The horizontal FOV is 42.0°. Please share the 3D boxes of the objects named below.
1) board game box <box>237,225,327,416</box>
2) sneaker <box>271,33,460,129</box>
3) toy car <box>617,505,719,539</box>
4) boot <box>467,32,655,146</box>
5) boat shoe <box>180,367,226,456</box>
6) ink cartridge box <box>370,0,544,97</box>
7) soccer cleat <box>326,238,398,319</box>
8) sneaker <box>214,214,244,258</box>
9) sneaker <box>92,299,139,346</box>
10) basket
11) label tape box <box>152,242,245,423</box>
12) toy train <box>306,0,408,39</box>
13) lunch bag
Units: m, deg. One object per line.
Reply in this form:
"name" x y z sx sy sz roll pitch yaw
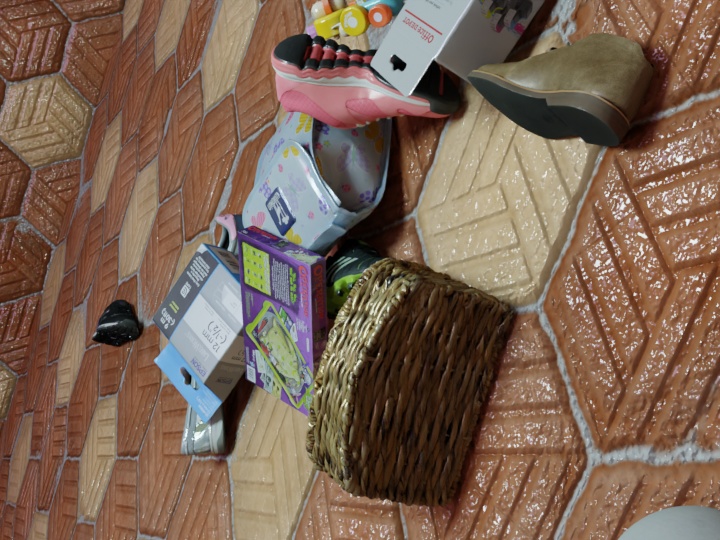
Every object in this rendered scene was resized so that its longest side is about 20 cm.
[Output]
"board game box" -0.087 0.059 1.058 0.120 0.032 0.201 28 128 40
"sneaker" 0.005 -0.186 0.983 0.087 0.199 0.074 99 -175 -48
"toy car" 0.189 0.168 0.432 0.177 0.200 0.185 29 104 62
"boot" 0.166 -0.157 0.786 0.076 0.074 0.200 -56 32 -3
"boat shoe" -0.233 0.172 1.351 0.075 0.065 0.202 96 165 -54
"ink cartridge box" 0.103 -0.251 0.890 0.200 0.068 0.115 -56 32 15
"soccer cleat" 0.000 0.000 1.017 0.200 0.067 0.081 -17 51 60
"sneaker" -0.199 0.014 1.360 0.070 0.082 0.201 20 96 63
"sneaker" -0.492 0.094 1.892 0.200 0.076 0.088 -19 55 59
"basket" 0.019 0.091 0.848 0.149 0.142 0.201 29 103 61
"label tape box" -0.212 0.086 1.277 0.143 0.066 0.200 43 102 34
"toy train" 0.015 -0.300 1.020 0.056 0.150 0.200 66 165 -17
"lunch bag" -0.053 -0.100 1.074 0.170 0.127 0.200 -44 34 49
